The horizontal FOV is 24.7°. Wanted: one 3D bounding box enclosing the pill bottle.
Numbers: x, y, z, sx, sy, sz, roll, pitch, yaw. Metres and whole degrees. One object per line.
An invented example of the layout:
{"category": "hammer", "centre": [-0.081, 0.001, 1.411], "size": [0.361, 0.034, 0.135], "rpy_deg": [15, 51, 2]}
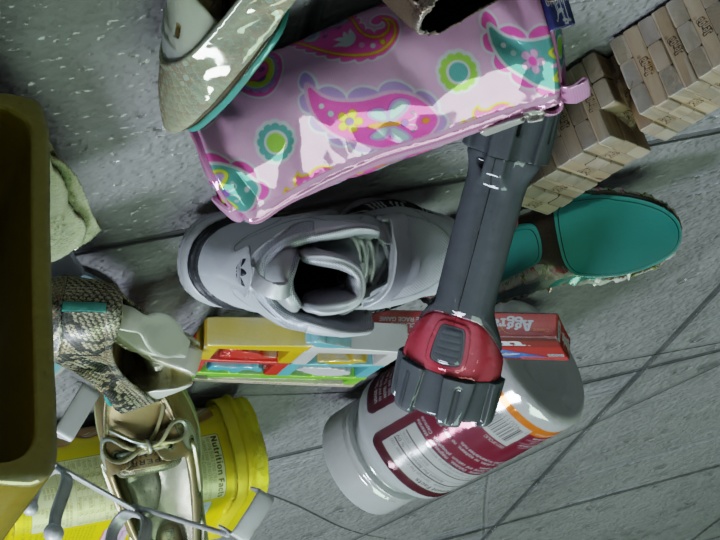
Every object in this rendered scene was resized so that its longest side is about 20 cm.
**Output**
{"category": "pill bottle", "centre": [0.072, 0.117, 1.336], "size": [0.200, 0.114, 0.114], "rpy_deg": [-33, 155, 31]}

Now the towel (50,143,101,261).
{"category": "towel", "centre": [-0.238, -0.025, 0.815], "size": [0.200, 0.037, 0.148], "rpy_deg": [-14, 153, 3]}

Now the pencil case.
{"category": "pencil case", "centre": [0.011, -0.090, 0.838], "size": [0.200, 0.088, 0.087], "rpy_deg": [-19, 158, 2]}

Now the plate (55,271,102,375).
{"category": "plate", "centre": [-0.248, 0.054, 1.038], "size": [0.200, 0.026, 0.200], "rpy_deg": [-17, 157, -7]}

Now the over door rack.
{"category": "over door rack", "centre": [-0.173, 0.142, 1.046], "size": [0.148, 0.067, 0.200], "rpy_deg": [35, 152, -25]}

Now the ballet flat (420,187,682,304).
{"category": "ballet flat", "centre": [0.124, -0.019, 1.148], "size": [0.200, 0.076, 0.064], "rpy_deg": [-9, -173, -14]}

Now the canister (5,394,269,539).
{"category": "canister", "centre": [-0.188, 0.170, 1.283], "size": [0.200, 0.087, 0.149], "rpy_deg": [-8, 155, -23]}

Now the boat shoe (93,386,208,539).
{"category": "boat shoe", "centre": [-0.146, 0.153, 1.176], "size": [0.073, 0.063, 0.201], "rpy_deg": [-8, 117, -7]}

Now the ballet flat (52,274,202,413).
{"category": "ballet flat", "centre": [-0.139, 0.049, 1.013], "size": [0.075, 0.068, 0.200], "rpy_deg": [0, 165, 9]}

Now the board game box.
{"category": "board game box", "centre": [0.043, 0.045, 1.151], "size": [0.200, 0.019, 0.103], "rpy_deg": [1, 168, 12]}

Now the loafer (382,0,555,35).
{"category": "loafer", "centre": [0.098, -0.158, 0.764], "size": [0.200, 0.071, 0.073], "rpy_deg": [-21, 158, 4]}

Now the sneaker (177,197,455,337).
{"category": "sneaker", "centre": [0.000, 0.000, 0.990], "size": [0.200, 0.075, 0.115], "rpy_deg": [-2, -169, -30]}

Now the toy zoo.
{"category": "toy zoo", "centre": [-0.047, 0.054, 1.103], "size": [0.131, 0.020, 0.200], "rpy_deg": [3, 168, -11]}

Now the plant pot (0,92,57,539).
{"category": "plant pot", "centre": [-0.251, 0.049, 0.713], "size": [0.195, 0.194, 0.200], "rpy_deg": [7, 142, -21]}

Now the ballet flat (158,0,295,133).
{"category": "ballet flat", "centre": [-0.050, -0.138, 0.727], "size": [0.062, 0.068, 0.200], "rpy_deg": [28, 132, -25]}

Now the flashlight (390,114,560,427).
{"category": "flashlight", "centre": [0.072, -0.010, 0.966], "size": [0.068, 0.068, 0.200], "rpy_deg": [6, 104, -34]}

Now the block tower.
{"category": "block tower", "centre": [0.160, -0.103, 0.973], "size": [0.200, 0.054, 0.058], "rpy_deg": [-32, 155, 29]}

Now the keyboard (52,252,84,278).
{"category": "keyboard", "centre": [-0.203, -0.031, 0.883], "size": [0.056, 0.011, 0.200], "rpy_deg": [-25, 155, -3]}
